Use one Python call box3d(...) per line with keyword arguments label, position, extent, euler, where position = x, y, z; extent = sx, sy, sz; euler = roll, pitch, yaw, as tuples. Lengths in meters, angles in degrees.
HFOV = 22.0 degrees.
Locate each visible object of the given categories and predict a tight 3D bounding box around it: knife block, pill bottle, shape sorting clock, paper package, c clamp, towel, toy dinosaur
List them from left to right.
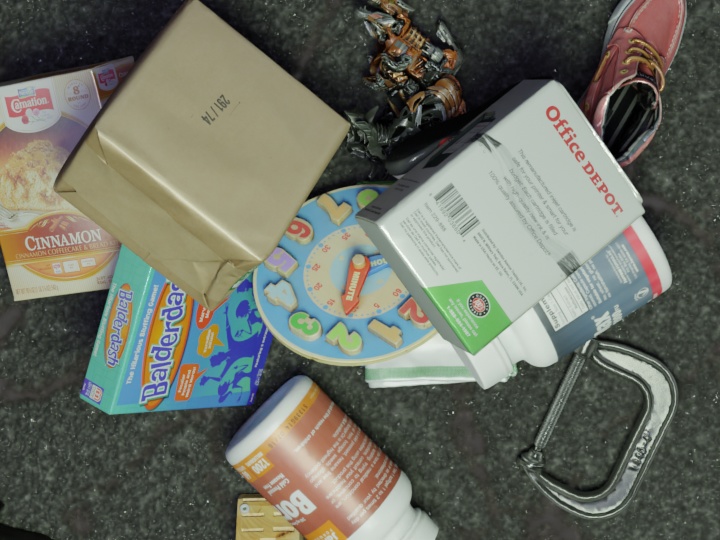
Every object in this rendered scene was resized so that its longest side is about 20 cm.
box3d(label="paper package", position=(-0.136, -0.103, 1.612), extent=(0.190, 0.200, 0.103), euler=(38, 138, -8))
box3d(label="knife block", position=(-0.086, 0.343, 1.828), extent=(0.064, 0.176, 0.201), euler=(-1, 56, 2))
box3d(label="pill bottle", position=(-0.024, 0.205, 1.763), extent=(0.112, 0.112, 0.200), euler=(-44, 96, 10))
box3d(label="shape sorting clock", position=(0.000, 0.000, 1.679), extent=(0.199, 0.201, 0.039), euler=(-3, 146, 3))
box3d(label="toy dinosaur", position=(0.049, -0.154, 1.703), extent=(0.135, 0.102, 0.200), euler=(-34, 80, -10))
box3d(label="towel", position=(0.071, 0.012, 1.762), extent=(0.148, 0.031, 0.201), euler=(-3, 101, 3))
box3d(label="pill bottle", position=(0.173, 0.018, 1.695), extent=(0.199, 0.120, 0.120), euler=(-33, 98, -3))
box3d(label="c clamp", position=(0.213, 0.135, 1.782), extent=(0.170, 0.027, 0.201), euler=(18, 99, 0))

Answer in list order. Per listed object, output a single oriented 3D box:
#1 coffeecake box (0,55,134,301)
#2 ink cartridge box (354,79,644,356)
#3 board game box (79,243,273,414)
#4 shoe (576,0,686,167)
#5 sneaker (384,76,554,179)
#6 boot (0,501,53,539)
box3d(label="coffeecake box", position=(-0.266, -0.084, 1.713), extent=(0.153, 0.073, 0.201), euler=(-7, 101, 29))
box3d(label="ink cartridge box", position=(0.120, -0.049, 1.587), extent=(0.200, 0.084, 0.146), euler=(-38, 104, -8))
box3d(label="board game box", position=(-0.156, 0.051, 1.703), extent=(0.045, 0.199, 0.153), euler=(25, 105, 35))
box3d(label="shoe", position=(0.250, -0.176, 1.661), extent=(0.071, 0.091, 0.201), euler=(31, 83, -17))
box3d(label="sneaker", position=(0.117, -0.092, 1.679), extent=(0.201, 0.067, 0.108), euler=(-29, 109, -33))
box3d(label="boot", position=(-0.384, 0.339, 1.831), extent=(0.188, 0.069, 0.200), euler=(37, 101, -5))
